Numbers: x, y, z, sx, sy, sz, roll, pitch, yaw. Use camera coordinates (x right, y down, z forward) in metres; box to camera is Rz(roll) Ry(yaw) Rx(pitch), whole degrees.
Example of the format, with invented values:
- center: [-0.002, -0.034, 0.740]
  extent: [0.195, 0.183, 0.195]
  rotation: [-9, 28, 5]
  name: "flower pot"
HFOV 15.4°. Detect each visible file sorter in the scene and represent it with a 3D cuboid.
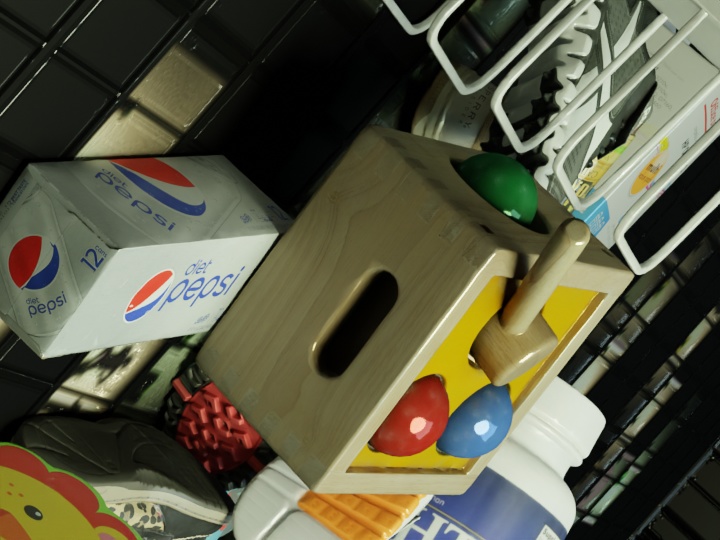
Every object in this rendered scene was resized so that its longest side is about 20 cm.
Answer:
- center: [0.118, -0.116, 1.379]
  extent: [0.124, 0.200, 0.139]
  rotation: [-43, 164, 1]
  name: "file sorter"

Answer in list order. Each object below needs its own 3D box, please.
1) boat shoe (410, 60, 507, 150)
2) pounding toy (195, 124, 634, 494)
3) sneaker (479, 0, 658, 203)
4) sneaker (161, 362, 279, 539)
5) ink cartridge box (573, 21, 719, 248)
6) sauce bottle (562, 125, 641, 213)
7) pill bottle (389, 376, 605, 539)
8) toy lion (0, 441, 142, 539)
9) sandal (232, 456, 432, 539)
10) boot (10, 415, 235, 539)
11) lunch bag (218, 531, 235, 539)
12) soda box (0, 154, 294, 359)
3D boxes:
- center: [0.078, -0.049, 1.603]
  extent: [0.074, 0.069, 0.200]
  rotation: [-57, 159, -16]
  name: "boat shoe"
- center: [0.047, 0.020, 1.339]
  extent: [0.200, 0.142, 0.184]
  rotation: [-53, 153, 17]
  name: "pounding toy"
- center: [0.126, -0.090, 1.501]
  extent: [0.066, 0.090, 0.201]
  rotation: [-21, -133, 53]
  name: "sneaker"
- center: [-0.071, 0.094, 1.611]
  extent: [0.095, 0.079, 0.200]
  rotation: [-33, 168, -38]
  name: "sneaker"
- center: [0.191, -0.095, 1.849]
  extent: [0.200, 0.068, 0.115]
  rotation: [-46, 164, -7]
  name: "ink cartridge box"
- center: [0.108, -0.047, 1.753]
  extent: [0.200, 0.065, 0.065]
  rotation: [-52, 164, 13]
  name: "sauce bottle"
- center: [0.061, 0.153, 1.618]
  extent: [0.200, 0.119, 0.120]
  rotation: [-58, 166, -11]
  name: "pill bottle"
- center: [-0.184, 0.114, 1.135]
  extent: [0.069, 0.192, 0.200]
  rotation: [-54, 162, 24]
  name: "toy lion"
- center: [0.016, 0.115, 1.557]
  extent: [0.206, 0.079, 0.059]
  rotation: [-37, 162, -21]
  name: "sandal"
- center: [-0.166, 0.160, 1.494]
  extent: [0.151, 0.073, 0.200]
  rotation: [-51, 156, 12]
  name: "boot"
- center: [0.009, 0.156, 1.730]
  extent: [0.164, 0.117, 0.200]
  rotation: [41, 81, -38]
  name: "lunch bag"
- center: [-0.106, -0.010, 1.279]
  extent: [0.068, 0.063, 0.200]
  rotation: [-53, 163, 18]
  name: "soda box"
